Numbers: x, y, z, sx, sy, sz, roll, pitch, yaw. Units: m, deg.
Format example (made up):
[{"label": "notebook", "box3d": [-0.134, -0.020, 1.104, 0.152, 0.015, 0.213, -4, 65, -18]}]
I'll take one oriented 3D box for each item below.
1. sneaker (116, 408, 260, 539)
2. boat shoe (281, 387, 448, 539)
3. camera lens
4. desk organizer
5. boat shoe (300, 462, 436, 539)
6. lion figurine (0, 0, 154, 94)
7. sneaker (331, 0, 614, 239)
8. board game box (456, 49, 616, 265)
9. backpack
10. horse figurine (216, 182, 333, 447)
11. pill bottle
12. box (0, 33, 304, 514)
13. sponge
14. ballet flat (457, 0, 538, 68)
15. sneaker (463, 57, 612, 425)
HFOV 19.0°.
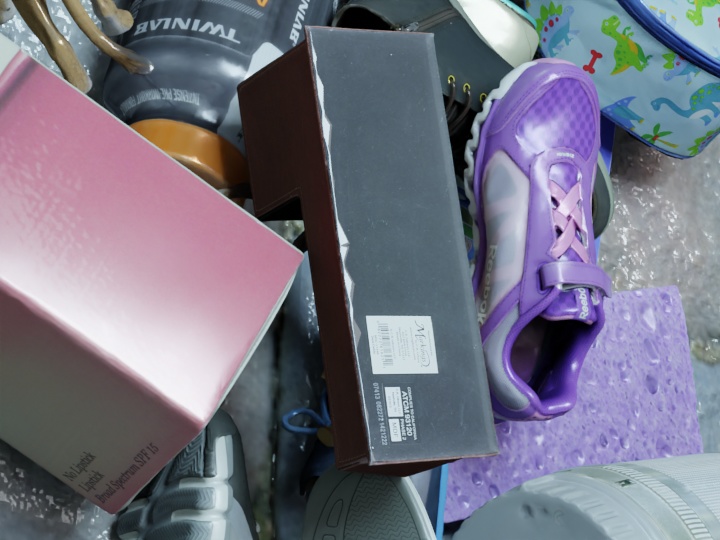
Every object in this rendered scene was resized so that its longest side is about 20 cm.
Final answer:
[{"label": "sneaker", "box3d": [-0.060, 0.173, 1.048, 0.115, 0.075, 0.202, 19, 70, -38]}, {"label": "boat shoe", "box3d": [0.004, 0.107, 1.110, 0.068, 0.084, 0.202, 11, 64, -36]}, {"label": "camera lens", "box3d": [0.155, 0.181, 1.135, 0.199, 0.159, 0.162, 0, 72, -46]}, {"label": "desk organizer", "box3d": [0.000, -0.004, 1.001, 0.071, 0.077, 0.202, -1, 76, -32]}, {"label": "boat shoe", "box3d": [0.021, 0.190, 1.052, 0.065, 0.074, 0.204, 7, 67, -77]}, {"label": "lion figurine", "box3d": [-0.169, -0.167, 1.037, 0.072, 0.199, 0.123, -37, 128, -21]}, {"label": "sneaker", "box3d": [0.056, -0.076, 1.169, 0.200, 0.075, 0.106, 46, 25, -7]}, {"label": "board game box", "box3d": [0.086, -0.051, 1.273, 0.134, 0.029, 0.202, 27, 58, -27]}, {"label": "backpack", "box3d": [0.185, -0.187, 1.303, 0.182, 0.147, 0.201, 26, 45, -27]}, {"label": "horse figurine", "box3d": [0.000, 0.000, 1.077, 0.132, 0.050, 0.201, -39, 101, -42]}, {"label": "pill bottle", "box3d": [-0.071, -0.119, 1.123, 0.106, 0.106, 0.201, 31, 56, -25]}, {"label": "box", "box3d": [-0.148, -0.002, 0.978, 0.199, 0.128, 0.109, 35, 55, -8]}, {"label": "sponge", "box3d": [0.106, 0.074, 1.211, 0.198, 0.030, 0.113, -6, 87, -32]}, {"label": "ballet flat", "box3d": [0.012, -0.169, 1.230, 0.199, 0.070, 0.070, 36, 52, -3]}, {"label": "sneaker", "box3d": [0.097, -0.008, 1.120, 0.080, 0.088, 0.202, 8, 96, -28]}]
